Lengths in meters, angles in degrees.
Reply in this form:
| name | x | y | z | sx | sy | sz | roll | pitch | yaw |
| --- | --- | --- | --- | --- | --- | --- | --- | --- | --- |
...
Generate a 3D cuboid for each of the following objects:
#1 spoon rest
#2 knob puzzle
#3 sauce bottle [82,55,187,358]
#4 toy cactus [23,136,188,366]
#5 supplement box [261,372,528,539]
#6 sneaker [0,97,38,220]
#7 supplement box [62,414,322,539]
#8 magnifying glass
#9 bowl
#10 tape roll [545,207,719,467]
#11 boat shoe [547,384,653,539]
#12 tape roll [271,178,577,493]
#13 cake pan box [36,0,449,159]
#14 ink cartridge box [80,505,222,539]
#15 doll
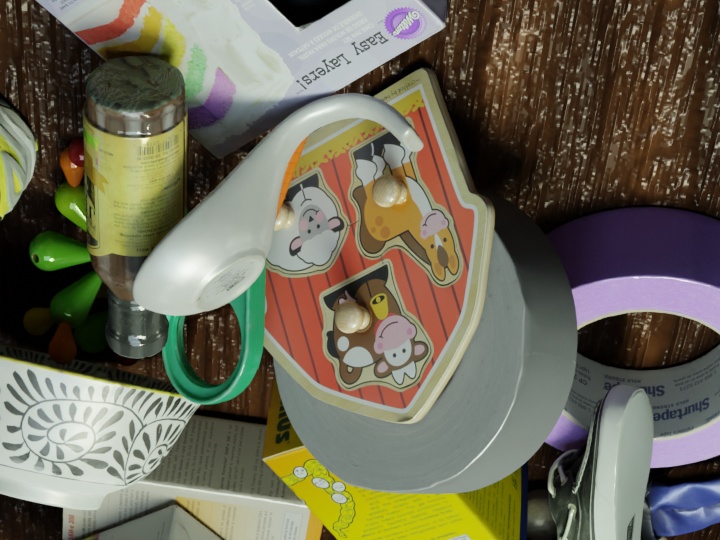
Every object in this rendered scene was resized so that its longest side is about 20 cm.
| name | x | y | z | sx | sy | sz | roll | pitch | yaw |
| --- | --- | --- | --- | --- | --- | --- | --- | --- | --- |
| spoon rest | -0.058 | -0.042 | 1.298 | 0.199 | 0.061 | 0.099 | -36 | 161 | 2 |
| knob puzzle | 0.000 | 0.000 | 1.337 | 0.219 | 0.222 | 0.030 | -28 | 161 | 32 |
| sauce bottle | -0.139 | -0.033 | 1.313 | 0.064 | 0.065 | 0.201 | 5 | 126 | 1 |
| toy cactus | -0.139 | -0.006 | 1.428 | 0.163 | 0.103 | 0.201 | 4 | 128 | -13 |
| supplement box | 0.029 | 0.137 | 1.537 | 0.109 | 0.110 | 0.200 | -19 | 132 | 24 |
| sneaker | -0.280 | -0.104 | 1.338 | 0.075 | 0.077 | 0.200 | -24 | 128 | 31 |
| supplement box | -0.126 | 0.174 | 1.620 | 0.198 | 0.074 | 0.127 | 9 | 138 | -3 |
| magnifying glass | -0.078 | -0.005 | 1.369 | 0.022 | 0.079 | 0.201 | -1 | 121 | -50 |
| bowl | -0.213 | 0.109 | 1.468 | 0.199 | 0.095 | 0.201 | 13 | 178 | 0 |
| tape roll | 0.194 | 0.049 | 1.456 | 0.198 | 0.066 | 0.201 | 3 | 137 | 3 |
| boat shoe | 0.160 | 0.159 | 1.477 | 0.063 | 0.071 | 0.202 | 18 | 129 | 23 |
| tape roll | 0.038 | 0.043 | 1.366 | 0.199 | 0.202 | 0.066 | -28 | 160 | 32 |
| cake pan box | -0.071 | -0.174 | 1.259 | 0.199 | 0.053 | 0.184 | -26 | 131 | 30 |
| ink cartridge box | -0.183 | 0.259 | 1.617 | 0.199 | 0.068 | 0.115 | -23 | 131 | 31 |
| doll | 0.214 | 0.181 | 1.606 | 0.198 | 0.049 | 0.137 | -8 | 153 | 17 |
